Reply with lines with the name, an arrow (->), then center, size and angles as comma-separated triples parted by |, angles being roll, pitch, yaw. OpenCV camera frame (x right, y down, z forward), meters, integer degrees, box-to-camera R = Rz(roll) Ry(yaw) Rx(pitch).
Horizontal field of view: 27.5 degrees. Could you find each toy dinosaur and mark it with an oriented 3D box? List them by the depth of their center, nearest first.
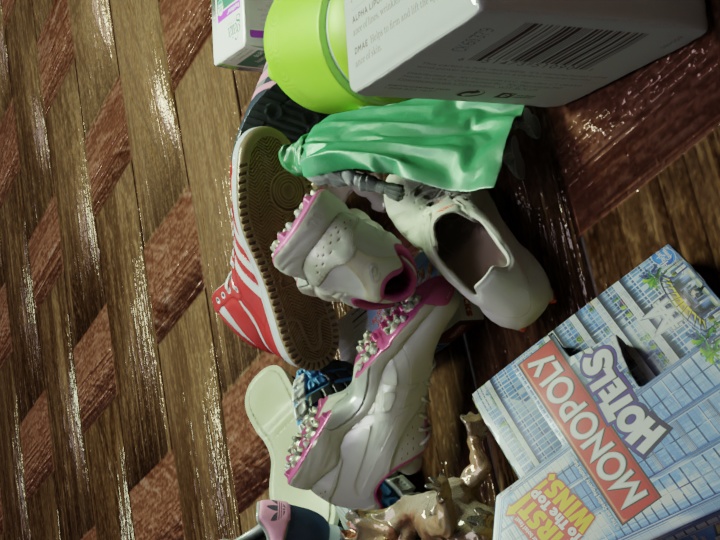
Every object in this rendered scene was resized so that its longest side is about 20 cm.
toy dinosaur -> 0.082, 0.197, 1.032 | 0.200, 0.086, 0.136 | 38, 135, 38

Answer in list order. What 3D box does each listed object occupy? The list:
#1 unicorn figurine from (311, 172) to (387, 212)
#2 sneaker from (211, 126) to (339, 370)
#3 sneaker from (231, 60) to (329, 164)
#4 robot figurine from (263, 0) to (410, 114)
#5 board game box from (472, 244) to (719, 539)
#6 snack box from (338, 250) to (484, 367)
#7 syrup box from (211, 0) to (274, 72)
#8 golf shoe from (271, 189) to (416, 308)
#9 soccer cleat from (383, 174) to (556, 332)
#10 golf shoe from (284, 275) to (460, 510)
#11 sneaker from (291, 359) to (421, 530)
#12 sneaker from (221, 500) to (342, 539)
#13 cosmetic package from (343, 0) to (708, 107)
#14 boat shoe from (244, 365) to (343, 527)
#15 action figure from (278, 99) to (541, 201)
unicorn figurine -> -0.028, -0.039, 1.240 | 0.200, 0.074, 0.138 | 17, 120, 49
sneaker -> -0.083, -0.019, 1.211 | 0.112, 0.071, 0.200 | 8, 113, 60
sneaker -> -0.059, -0.149, 1.272 | 0.200, 0.070, 0.082 | -65, 12, -16
robot figurine -> 0.001, -0.182, 1.141 | 0.200, 0.116, 0.176 | 1, 89, 60
board game box -> 0.139, 0.101, 0.812 | 0.200, 0.062, 0.200 | -38, 44, 6
snack box -> 0.034, 0.041, 1.179 | 0.200, 0.024, 0.072 | -42, 54, 56
syrup box -> -0.090, -0.291, 1.364 | 0.079, 0.081, 0.200 | 164, 106, -63
golf shoe -> 0.000, 0.000, 1.060 | 0.075, 0.091, 0.200 | -59, -12, 3
soccer cleat -> 0.067, -0.032, 1.044 | 0.069, 0.078, 0.200 | -48, 43, 7
golf shoe -> 0.026, 0.096, 1.104 | 0.200, 0.091, 0.075 | -55, 7, 18
sneaker -> -0.005, 0.166, 1.194 | 0.087, 0.075, 0.200 | 104, 145, -57
sneaker -> -0.102, 0.256, 1.186 | 0.200, 0.082, 0.070 | -49, 22, 20
cosmetic package -> 0.092, -0.222, 0.914 | 0.165, 0.165, 0.200 | -23, 69, 61
boat shoe -> -0.044, 0.169, 1.292 | 0.075, 0.066, 0.199 | -45, 41, 11
action figure -> 0.026, -0.088, 1.051 | 0.200, 0.118, 0.055 | -1, 134, 32
